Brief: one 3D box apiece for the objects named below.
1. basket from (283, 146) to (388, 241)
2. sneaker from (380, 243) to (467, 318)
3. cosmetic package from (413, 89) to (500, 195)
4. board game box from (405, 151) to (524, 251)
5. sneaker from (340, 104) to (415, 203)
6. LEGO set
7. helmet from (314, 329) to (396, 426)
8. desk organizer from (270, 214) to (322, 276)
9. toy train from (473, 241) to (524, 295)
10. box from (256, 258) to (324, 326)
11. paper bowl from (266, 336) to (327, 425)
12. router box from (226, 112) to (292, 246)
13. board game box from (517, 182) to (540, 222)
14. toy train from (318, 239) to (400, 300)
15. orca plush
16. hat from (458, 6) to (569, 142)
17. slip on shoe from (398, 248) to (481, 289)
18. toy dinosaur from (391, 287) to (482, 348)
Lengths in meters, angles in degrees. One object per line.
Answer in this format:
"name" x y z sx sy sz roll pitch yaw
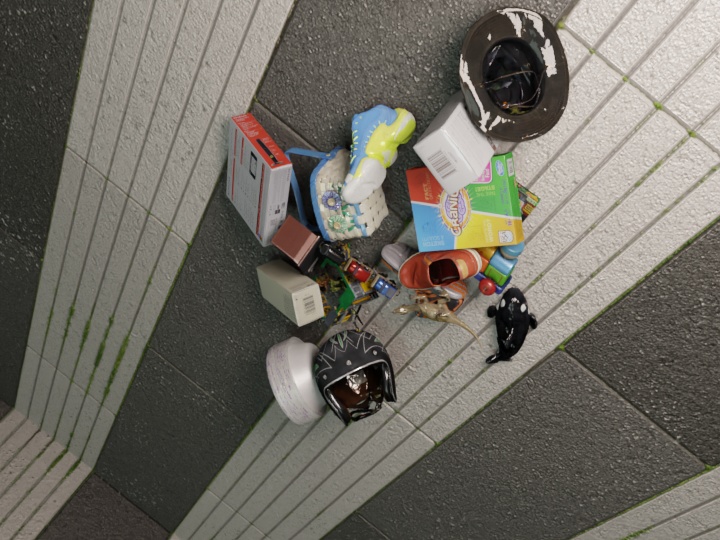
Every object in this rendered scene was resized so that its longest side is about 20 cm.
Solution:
"basket" -0.055 -0.151 1.445 0.196 0.139 0.180 11 131 37
"sneaker" 0.115 0.034 1.532 0.197 0.078 0.113 32 135 5
"cosmetic package" 0.170 -0.221 1.204 0.073 0.201 0.102 -27 110 43
"board game box" 0.185 -0.118 1.326 0.196 0.040 0.157 -4 102 35
"sneaker" 0.009 -0.216 1.338 0.104 0.201 0.076 33 165 26
"LEGO set" -0.025 0.028 1.619 0.155 0.114 0.202 53 140 24
"helmet" -0.015 0.230 1.688 0.196 0.200 0.195 -12 110 37
"desk organizer" -0.126 -0.049 1.544 0.076 0.072 0.200 37 176 5
"toy train" 0.208 -0.057 1.393 0.198 0.084 0.117 37 139 14
"box" -0.158 0.045 1.648 0.199 0.067 0.084 32 137 54
"paper bowl" -0.135 0.258 1.788 0.102 0.202 0.203 -24 113 12
"router box" -0.212 -0.185 1.522 0.180 0.048 0.203 51 145 32
"board game box" 0.220 -0.151 1.358 0.198 0.024 0.105 36 138 2
"toy train" 0.000 0.000 1.489 0.197 0.046 0.034 32 104 -15
"orca plush" 0.290 0.131 1.505 0.103 0.071 0.203 28 135 9
"hat" 0.234 -0.304 1.175 0.194 0.081 0.207 -1 97 -7
"slip on shoe" 0.137 0.001 1.392 0.198 0.061 0.076 -10 103 50
"toy dinosaur" 0.162 0.085 1.493 0.195 0.059 0.102 18 155 11
